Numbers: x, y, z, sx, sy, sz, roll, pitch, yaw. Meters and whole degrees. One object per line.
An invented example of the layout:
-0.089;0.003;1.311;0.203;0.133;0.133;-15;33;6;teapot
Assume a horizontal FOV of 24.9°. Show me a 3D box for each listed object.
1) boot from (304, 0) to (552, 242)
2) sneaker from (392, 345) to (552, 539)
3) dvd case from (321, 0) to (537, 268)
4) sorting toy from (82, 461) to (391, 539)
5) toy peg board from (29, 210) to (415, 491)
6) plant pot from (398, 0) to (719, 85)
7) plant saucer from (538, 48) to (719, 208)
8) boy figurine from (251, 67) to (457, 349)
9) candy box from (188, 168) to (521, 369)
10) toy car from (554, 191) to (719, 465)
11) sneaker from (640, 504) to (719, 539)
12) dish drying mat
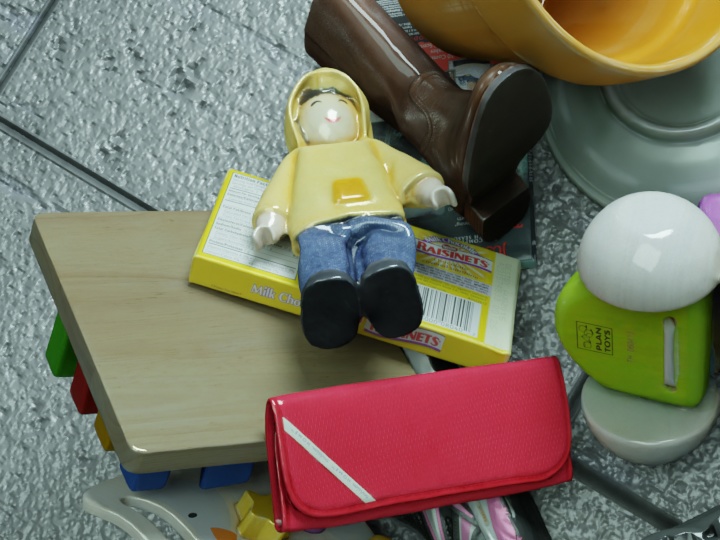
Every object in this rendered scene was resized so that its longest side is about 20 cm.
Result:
0.029;-0.129;1.009;0.064;0.187;0.200;-32;68;-16;boot
0.040;0.114;1.015;0.086;0.080;0.201;-31;62;17;sneaker
0.044;-0.094;1.101;0.144;0.022;0.202;-6;72;15;dvd case
-0.077;0.172;0.966;0.107;0.179;0.200;-48;67;20;sorting toy
-0.088;0.064;0.993;0.200;0.198;0.098;59;139;40;toy peg board
0.112;-0.206;0.991;0.183;0.199;0.202;-4;67;61;plant pot
0.208;-0.129;1.047;0.198;0.050;0.202;-5;73;15;plant saucer
-0.005;-0.044;0.978;0.123;0.065;0.201;-8;45;1;boy figurine
0.000;0.000;1.010;0.198;0.103;0.027;17;123;-1;candy box
0.218;0.019;0.959;0.198;0.176;0.151;5;41;18;toy car
0.235;0.151;0.932;0.198;0.079;0.076;-22;80;17;sneaker
0.038;0.098;0.931;0.198;0.018;0.078;-5;87;-30;dish drying mat
